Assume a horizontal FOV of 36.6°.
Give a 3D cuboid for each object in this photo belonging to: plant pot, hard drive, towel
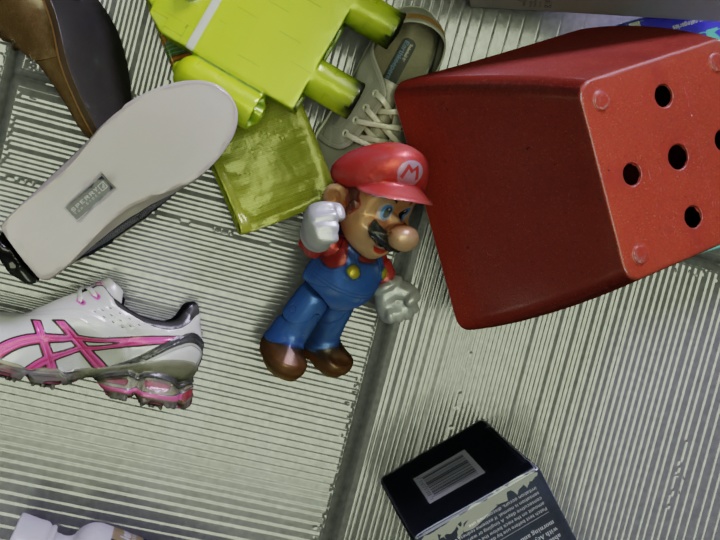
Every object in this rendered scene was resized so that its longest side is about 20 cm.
[{"bbox_3d":[0.174,-0.076,0.799,0.200,0.176,0.200,-20,99,-26],"label":"plant pot"},{"bbox_3d":[0.180,-0.216,0.808,0.200,0.132,0.027,5,90,7],"label":"hard drive"},{"bbox_3d":[-0.091,-0.134,0.840,0.086,0.018,0.200,-21,92,2],"label":"towel"}]

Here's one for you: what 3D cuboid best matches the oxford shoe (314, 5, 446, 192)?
[{"bbox_3d":[0.011,-0.116,0.856,0.075,0.058,0.200,23,93,-13],"label":"oxford shoe"}]

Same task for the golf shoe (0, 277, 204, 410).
[{"bbox_3d":[-0.219,0.047,0.830,0.200,0.073,0.092,12,87,-20],"label":"golf shoe"}]

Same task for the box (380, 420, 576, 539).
[{"bbox_3d":[0.117,0.243,0.861,0.107,0.148,0.200,-28,100,-5],"label":"box"}]

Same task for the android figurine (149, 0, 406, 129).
[{"bbox_3d":[-0.073,-0.202,0.810,0.200,0.041,0.182,32,91,-2],"label":"android figurine"}]

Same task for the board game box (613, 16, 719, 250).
[{"bbox_3d":[0.304,-0.126,0.908,0.152,0.045,0.200,-18,98,-7],"label":"board game box"}]

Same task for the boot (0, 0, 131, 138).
[{"bbox_3d":[-0.236,-0.182,0.816,0.075,0.074,0.200,-17,104,23],"label":"boot"}]

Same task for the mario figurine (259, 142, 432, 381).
[{"bbox_3d":[0.000,0.000,0.812,0.106,0.123,0.200,26,113,3],"label":"mario figurine"}]

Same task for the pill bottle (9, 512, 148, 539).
[{"bbox_3d":[-0.182,0.260,0.833,0.200,0.111,0.111,25,91,-11],"label":"pill bottle"}]

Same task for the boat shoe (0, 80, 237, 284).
[{"bbox_3d":[-0.178,-0.071,0.809,0.200,0.093,0.075,-35,100,-1],"label":"boat shoe"}]
